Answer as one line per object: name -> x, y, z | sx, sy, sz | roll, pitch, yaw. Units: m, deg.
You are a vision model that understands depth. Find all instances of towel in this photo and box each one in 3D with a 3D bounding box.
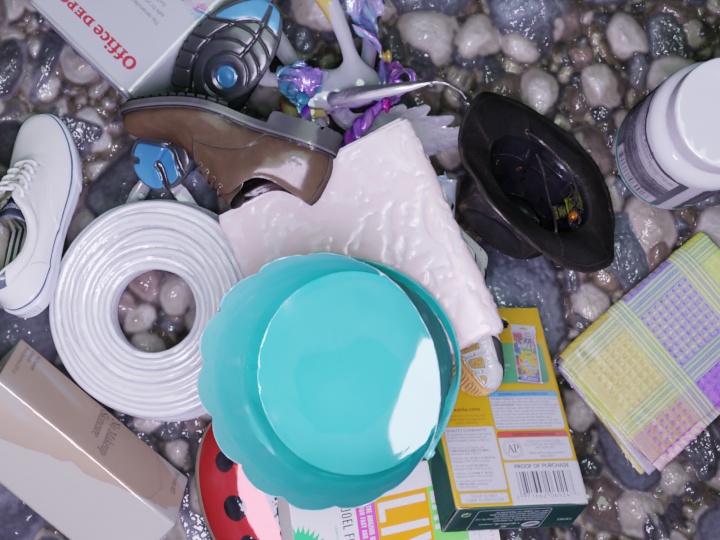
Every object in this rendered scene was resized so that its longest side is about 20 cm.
towel -> 0.000, 0.000, 1.364 | 0.189, 0.032, 0.202 | -26, 85, 11
towel -> 0.294, 0.077, 1.498 | 0.200, 0.023, 0.144 | -42, 88, -7

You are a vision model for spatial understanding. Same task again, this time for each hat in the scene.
hat -> 0.143, -0.066, 1.455 | 0.081, 0.200, 0.202 | -36, 88, 37

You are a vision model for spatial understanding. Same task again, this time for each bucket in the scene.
bucket -> -0.019, 0.085, 1.282 | 0.204, 0.135, 0.210 | 0, 90, 12

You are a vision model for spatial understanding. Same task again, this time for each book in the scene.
book -> 0.027, 0.239, 1.410 | 0.198, 0.048, 0.135 | -9, 93, -25

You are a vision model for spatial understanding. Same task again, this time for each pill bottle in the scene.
pill bottle -> 0.302, -0.122, 1.426 | 0.112, 0.200, 0.115 | 0, 85, -4

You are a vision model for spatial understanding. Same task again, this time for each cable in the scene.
cable -> -0.181, 0.035, 1.438 | 0.200, 0.069, 0.200 | 40, 87, 4

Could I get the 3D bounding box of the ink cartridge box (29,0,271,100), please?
ink cartridge box -> -0.181, -0.261, 1.452 | 0.146, 0.083, 0.200 | 43, 84, 14

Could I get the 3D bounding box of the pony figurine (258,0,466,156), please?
pony figurine -> -0.007, -0.164, 1.448 | 0.191, 0.167, 0.202 | -14, 71, 2

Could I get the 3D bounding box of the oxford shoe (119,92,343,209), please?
oxford shoe -> -0.120, -0.100, 1.346 | 0.198, 0.073, 0.085 | 15, 86, 17

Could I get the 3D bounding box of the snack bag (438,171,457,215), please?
snack bag -> -0.004, 0.007, 1.484 | 0.186, 0.021, 0.203 | 2, 86, -4

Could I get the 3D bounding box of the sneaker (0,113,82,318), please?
sneaker -> -0.296, -0.061, 1.416 | 0.072, 0.071, 0.202 | -10, 60, 16

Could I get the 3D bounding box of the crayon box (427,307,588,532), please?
crayon box -> 0.118, 0.131, 1.426 | 0.124, 0.052, 0.202 | 1, 57, -17

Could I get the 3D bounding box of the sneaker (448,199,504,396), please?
sneaker -> 0.090, 0.014, 1.421 | 0.087, 0.076, 0.202 | -9, 67, -42

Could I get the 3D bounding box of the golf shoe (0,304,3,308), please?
golf shoe -> -0.380, 0.061, 1.442 | 0.096, 0.078, 0.203 | 9, 82, 19

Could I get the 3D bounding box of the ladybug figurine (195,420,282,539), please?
ladybug figurine -> -0.075, 0.209, 1.432 | 0.135, 0.072, 0.201 | -32, 91, -5

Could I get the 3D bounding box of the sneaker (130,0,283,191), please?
sneaker -> -0.135, -0.165, 1.429 | 0.073, 0.082, 0.200 | 40, 111, 1

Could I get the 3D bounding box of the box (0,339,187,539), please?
box -> -0.253, 0.165, 1.389 | 0.200, 0.095, 0.078 | 41, 106, -14
